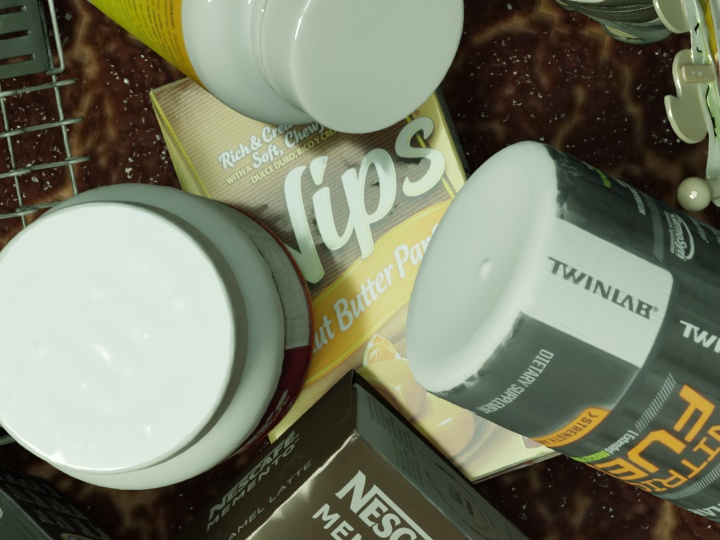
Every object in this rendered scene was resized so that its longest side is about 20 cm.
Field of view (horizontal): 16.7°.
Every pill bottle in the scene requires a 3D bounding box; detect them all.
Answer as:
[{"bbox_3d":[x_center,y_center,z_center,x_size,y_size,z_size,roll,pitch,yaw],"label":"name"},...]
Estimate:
[{"bbox_3d":[0.126,0.035,0.966,0.199,0.106,0.107,24,91,-21],"label":"pill bottle"},{"bbox_3d":[-0.078,0.024,0.910,0.109,0.200,0.111,0,90,4],"label":"pill bottle"},{"bbox_3d":[-0.046,-0.128,0.969,0.110,0.109,0.200,-54,44,3],"label":"pill bottle"}]

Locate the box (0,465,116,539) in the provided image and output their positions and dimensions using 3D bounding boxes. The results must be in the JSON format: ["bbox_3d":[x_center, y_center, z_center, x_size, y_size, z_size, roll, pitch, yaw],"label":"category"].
[{"bbox_3d":[-0.142,0.176,0.976,0.044,0.200,0.161,19,92,-26],"label":"box"}]

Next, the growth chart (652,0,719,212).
[{"bbox_3d":[0.161,-0.126,0.989,0.018,0.144,0.202,-6,89,48],"label":"growth chart"}]

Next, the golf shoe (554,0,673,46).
[{"bbox_3d":[0.051,-0.160,1.013,0.199,0.094,0.078,21,92,9],"label":"golf shoe"}]

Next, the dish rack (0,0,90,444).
[{"bbox_3d":[-0.171,-0.029,1.013,0.153,0.054,0.202,-14,97,-31],"label":"dish rack"}]

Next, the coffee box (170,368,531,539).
[{"bbox_3d":[0.029,0.152,0.976,0.114,0.080,0.200,-43,102,11],"label":"coffee box"}]

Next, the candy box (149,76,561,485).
[{"bbox_3d":[0.000,0.000,1.032,0.115,0.055,0.201,-20,87,6],"label":"candy box"}]
